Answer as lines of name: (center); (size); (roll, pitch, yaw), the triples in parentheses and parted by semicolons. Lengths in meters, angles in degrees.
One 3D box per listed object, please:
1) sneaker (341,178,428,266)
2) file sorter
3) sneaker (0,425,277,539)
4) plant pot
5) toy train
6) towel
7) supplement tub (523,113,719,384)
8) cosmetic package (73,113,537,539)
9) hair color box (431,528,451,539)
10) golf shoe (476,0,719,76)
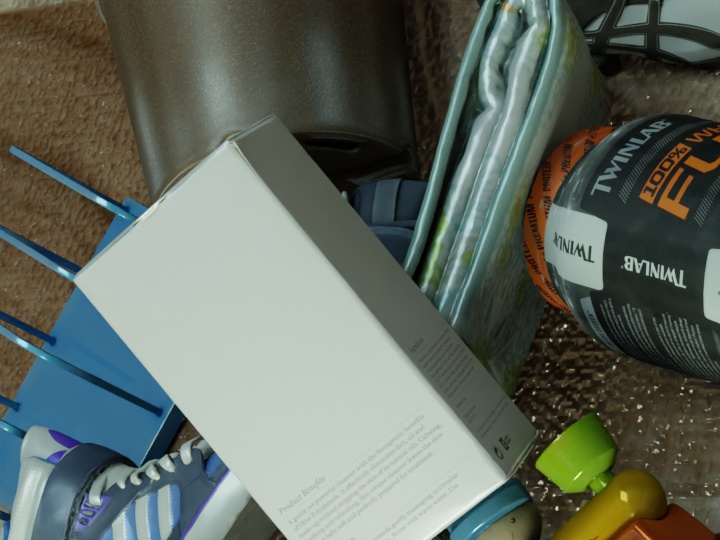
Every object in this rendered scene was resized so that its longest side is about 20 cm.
sneaker: (-0.001, 0.000, 1.518); (0.077, 0.202, 0.147); (3, 64, 15)
file sorter: (-0.182, 0.046, 1.718); (0.139, 0.123, 0.200); (28, 89, 48)
sneaker: (-0.124, 0.116, 1.604); (0.146, 0.081, 0.200); (41, 114, 18)
plant pot: (-0.056, -0.123, 1.648); (0.200, 0.200, 0.199); (-27, 59, 32)
toy train: (0.128, 0.112, 1.343); (0.116, 0.085, 0.200); (53, 129, 15)
towel: (0.070, -0.033, 1.481); (0.048, 0.171, 0.201); (18, 79, 15)
supplement tub: (0.179, -0.007, 1.390); (0.200, 0.122, 0.123); (16, 80, 47)
cosmetic package: (-0.024, 0.040, 1.360); (0.108, 0.085, 0.200); (-38, 90, 19)
hair color box: (-0.009, 0.211, 1.471); (0.200, 0.101, 0.061); (-40, 44, 23)
golf shoe: (0.143, -0.150, 1.528); (0.200, 0.094, 0.078); (-13, 58, 38)
